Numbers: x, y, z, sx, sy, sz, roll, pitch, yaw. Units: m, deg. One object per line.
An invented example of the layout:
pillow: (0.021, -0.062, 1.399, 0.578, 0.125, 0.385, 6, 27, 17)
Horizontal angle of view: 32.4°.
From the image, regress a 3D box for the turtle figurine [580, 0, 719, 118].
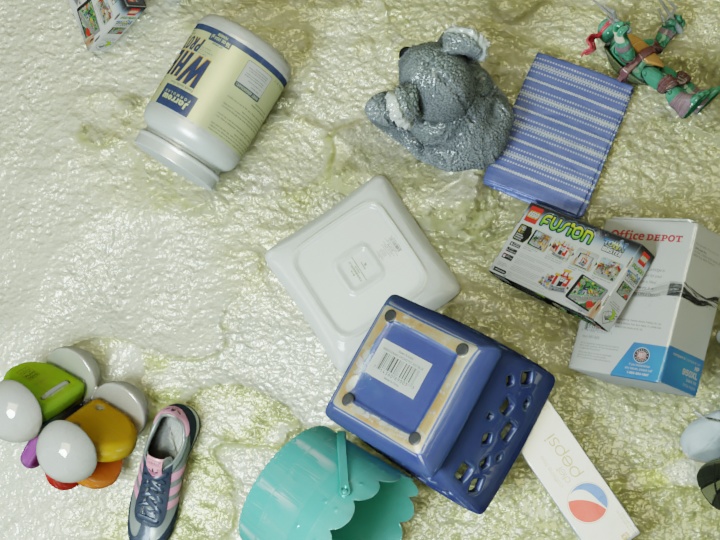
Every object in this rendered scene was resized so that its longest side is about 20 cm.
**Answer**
turtle figurine: (0.374, -0.285, 1.616, 0.200, 0.101, 0.150, 48, 48, 11)

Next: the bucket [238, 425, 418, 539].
bucket: (-0.041, 0.298, 1.514, 0.135, 0.207, 0.208, 34, 86, 26)

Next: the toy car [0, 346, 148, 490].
toy car: (-0.389, 0.208, 1.619, 0.200, 0.175, 0.150, 33, 122, 12)

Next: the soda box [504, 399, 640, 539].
soda box: (0.263, 0.261, 1.548, 0.068, 0.064, 0.200, -34, 78, 1)

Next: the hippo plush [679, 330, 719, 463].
hippo plush: (0.463, 0.144, 1.505, 0.159, 0.200, 0.161, -22, 48, 40)

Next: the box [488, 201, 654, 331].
box: (0.260, -0.008, 1.551, 0.200, 0.035, 0.110, 29, 85, 51)

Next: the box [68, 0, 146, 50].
box: (-0.377, -0.423, 1.741, 0.110, 0.035, 0.201, -34, 74, 39)

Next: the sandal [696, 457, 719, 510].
sandal: (0.472, 0.234, 1.437, 0.057, 0.201, 0.080, -17, 87, -28)

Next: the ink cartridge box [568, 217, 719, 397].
ink cartridge box: (0.357, 0.042, 1.528, 0.144, 0.084, 0.201, 6, 78, 52)

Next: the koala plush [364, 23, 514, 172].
koala plush: (0.106, -0.228, 1.581, 0.177, 0.200, 0.184, -41, 71, -1)

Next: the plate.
plate: (0.000, 0.000, 1.649, 0.200, 0.032, 0.200, -34, 76, 0)

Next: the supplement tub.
supplement tub: (-0.199, -0.223, 1.659, 0.145, 0.145, 0.200, 30, 85, 12)

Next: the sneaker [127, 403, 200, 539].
sneaker: (-0.267, 0.270, 1.612, 0.070, 0.082, 0.201, 11, 82, 10)

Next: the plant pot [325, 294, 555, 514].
plant pot: (0.087, 0.151, 1.503, 0.200, 0.180, 0.200, 26, 84, 35)

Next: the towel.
towel: (0.264, -0.178, 1.651, 0.144, 0.024, 0.201, 22, 82, 13)
